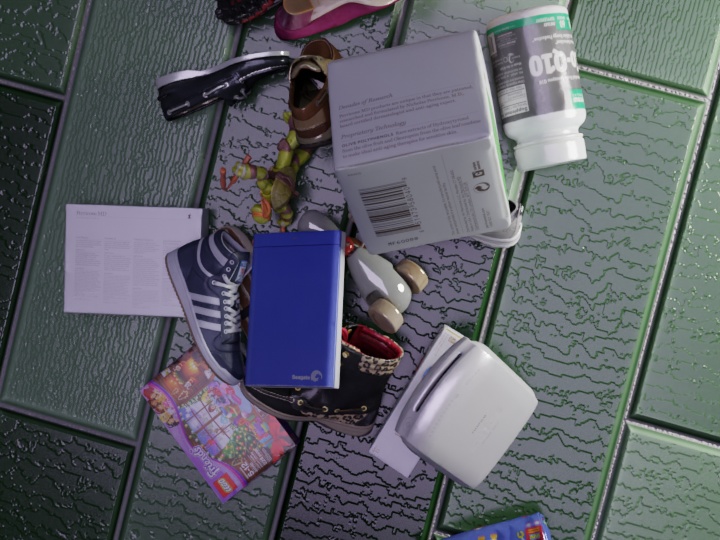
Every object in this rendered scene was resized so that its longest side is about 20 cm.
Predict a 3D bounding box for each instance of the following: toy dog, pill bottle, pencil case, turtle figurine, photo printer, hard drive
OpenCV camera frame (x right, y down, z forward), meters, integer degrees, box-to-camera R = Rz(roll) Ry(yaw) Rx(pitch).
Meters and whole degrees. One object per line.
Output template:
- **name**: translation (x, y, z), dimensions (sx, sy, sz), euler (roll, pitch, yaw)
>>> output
- **toy dog**: translation (0.000, 0.000, 1.588), dimensions (0.131, 0.096, 0.202), euler (-28, 78, -22)
- **pill bottle**: translation (0.237, -0.240, 1.545), dimensions (0.111, 0.113, 0.204), euler (-11, 92, 5)
- **pencil case**: translation (0.172, 0.396, 1.590), dimensions (0.197, 0.078, 0.088), euler (-16, 68, 6)
- **turtle figurine**: translation (-0.112, -0.128, 1.558), dimensions (0.064, 0.200, 0.163), euler (13, 69, 29)
- **photo printer**: translation (0.137, 0.185, 1.525), dimensions (0.069, 0.200, 0.167), euler (35, 86, 40)
- **hard drive**: translation (-0.086, 0.051, 1.522), dimensions (0.130, 0.025, 0.204), euler (-2, 80, 24)

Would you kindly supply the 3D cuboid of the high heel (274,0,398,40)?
- **high heel**: translation (-0.026, -0.369, 1.606), dimensions (0.197, 0.096, 0.069), euler (-13, 80, -15)

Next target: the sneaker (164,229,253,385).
- **sneaker**: translation (-0.177, 0.044, 1.551), dimensions (0.107, 0.070, 0.202), euler (-27, 83, 16)

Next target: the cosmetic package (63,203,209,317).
- **cosmetic package**: translation (-0.314, -0.015, 1.631), dimensions (0.196, 0.052, 0.154), euler (3, 94, 5)

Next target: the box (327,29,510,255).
- **box**: translation (0.075, -0.156, 1.458), dimensions (0.197, 0.200, 0.174), euler (-11, 57, 9)

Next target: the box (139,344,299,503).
- **box**: translation (-0.198, 0.204, 1.635), dimensions (0.136, 0.039, 0.201), euler (-38, 89, 6)

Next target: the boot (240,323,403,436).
- **boot**: translation (-0.049, 0.137, 1.560), dimensions (0.197, 0.074, 0.152), euler (20, 125, -11)

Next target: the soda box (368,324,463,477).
- **soda box**: translation (0.091, 0.178, 1.598), dimensions (0.068, 0.064, 0.202), euler (32, 94, 3)

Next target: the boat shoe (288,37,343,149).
- **boat shoe**: translation (-0.059, -0.249, 1.535), dimensions (0.074, 0.202, 0.074), euler (-15, 134, 12)

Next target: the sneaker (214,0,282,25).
- **sneaker**: translation (-0.112, -0.400, 1.590), dimensions (0.199, 0.098, 0.072), euler (-32, 82, 29)

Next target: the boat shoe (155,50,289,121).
- **boat shoe**: translation (-0.186, -0.256, 1.604), dimensions (0.197, 0.076, 0.061), euler (-13, 90, 17)

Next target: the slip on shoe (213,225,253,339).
- **slip on shoe**: translation (-0.146, 0.031, 1.615), dimensions (0.075, 0.060, 0.202), euler (-30, 86, 23)

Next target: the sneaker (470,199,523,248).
- **sneaker**: translation (0.127, -0.092, 1.566), dimensions (0.196, 0.082, 0.076), euler (9, 60, -2)
